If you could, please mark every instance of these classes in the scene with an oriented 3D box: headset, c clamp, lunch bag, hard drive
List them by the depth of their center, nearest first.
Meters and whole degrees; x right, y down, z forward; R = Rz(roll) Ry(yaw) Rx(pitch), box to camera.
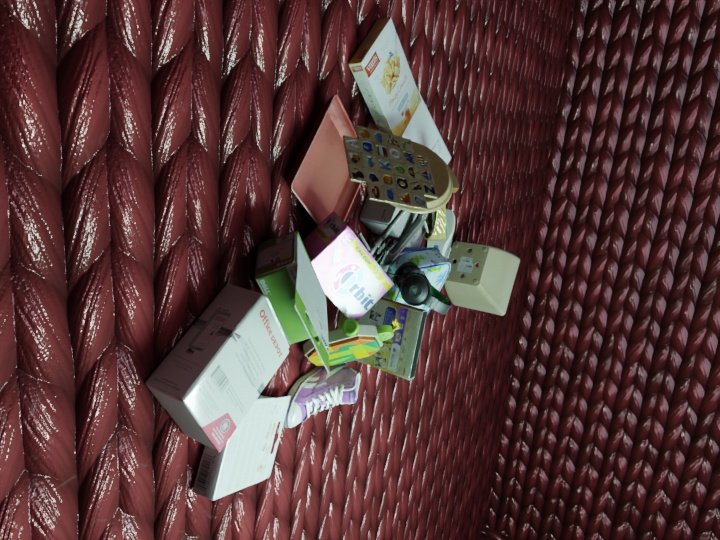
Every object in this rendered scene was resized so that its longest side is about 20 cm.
[{"bbox_3d":[0.116,0.016,1.203,0.095,0.198,0.124,-55,-161,11],"label":"headset"},{"bbox_3d":[0.082,-0.092,1.211,0.200,0.027,0.172,-48,148,-18],"label":"c clamp"},{"bbox_3d":[0.140,-0.309,1.329,0.202,0.026,0.133,56,49,-28],"label":"hard drive"},{"bbox_3d":[0.124,0.040,1.373,0.158,0.083,0.203,-9,136,-34],"label":"lunch bag"}]

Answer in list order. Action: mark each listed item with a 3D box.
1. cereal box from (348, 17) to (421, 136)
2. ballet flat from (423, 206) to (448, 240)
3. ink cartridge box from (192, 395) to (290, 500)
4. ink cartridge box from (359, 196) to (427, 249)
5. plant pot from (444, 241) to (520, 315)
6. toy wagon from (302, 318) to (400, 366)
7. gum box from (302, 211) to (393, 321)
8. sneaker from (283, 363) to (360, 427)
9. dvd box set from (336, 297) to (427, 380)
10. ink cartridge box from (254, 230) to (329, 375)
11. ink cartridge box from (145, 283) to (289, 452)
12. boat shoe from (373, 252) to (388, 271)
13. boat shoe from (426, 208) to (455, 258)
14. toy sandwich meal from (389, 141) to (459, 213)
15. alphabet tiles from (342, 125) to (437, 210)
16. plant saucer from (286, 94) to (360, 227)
[{"bbox_3d":[0.056,-0.386,1.169,0.146,0.039,0.201,-62,142,-27],"label":"cereal box"},{"bbox_3d":[0.169,-0.155,1.312,0.069,0.062,0.204,-117,-163,-58],"label":"ballet flat"},{"bbox_3d":[-0.204,0.299,1.009,0.200,0.049,0.166,24,79,-71],"label":"ink cartridge box"},{"bbox_3d":[0.089,-0.138,1.322,0.200,0.083,0.148,42,65,-60],"label":"ink cartridge box"},{"bbox_3d":[0.376,0.006,1.846,0.176,0.197,0.204,33,72,-50],"label":"plant pot"},{"bbox_3d":[-0.014,0.142,1.140,0.156,0.195,0.040,62,15,-63],"label":"toy wagon"},{"bbox_3d":[-0.029,0.002,1.081,0.113,0.066,0.200,-42,132,-2],"label":"gum box"},{"bbox_3d":[-0.071,0.256,1.161,0.200,0.112,0.074,-43,139,-46],"label":"sneaker"},{"bbox_3d":[0.038,0.132,1.219,0.029,0.196,0.150,2,100,-59],"label":"dvd box set"},{"bbox_3d":[-0.108,0.056,0.906,0.202,0.074,0.150,-98,169,-56],"label":"ink cartridge box"},{"bbox_3d":[-0.209,0.146,0.874,0.201,0.081,0.148,-56,146,-34],"label":"ink cartridge box"},{"bbox_3d":[0.000,0.000,1.238,0.199,0.061,0.077,-31,131,-52],"label":"boat shoe"},{"bbox_3d":[0.233,-0.079,1.657,0.092,0.073,0.204,-7,115,-68],"label":"boat shoe"},{"bbox_3d":[0.101,-0.184,1.162,0.206,0.203,0.071,-55,174,-35],"label":"toy sandwich meal"},{"bbox_3d":[0.058,-0.195,1.076,0.196,0.006,0.170,7,59,-31],"label":"alphabet tiles"},{"bbox_3d":[-0.062,-0.184,1.063,0.204,0.036,0.200,-68,152,-19],"label":"plant saucer"}]
